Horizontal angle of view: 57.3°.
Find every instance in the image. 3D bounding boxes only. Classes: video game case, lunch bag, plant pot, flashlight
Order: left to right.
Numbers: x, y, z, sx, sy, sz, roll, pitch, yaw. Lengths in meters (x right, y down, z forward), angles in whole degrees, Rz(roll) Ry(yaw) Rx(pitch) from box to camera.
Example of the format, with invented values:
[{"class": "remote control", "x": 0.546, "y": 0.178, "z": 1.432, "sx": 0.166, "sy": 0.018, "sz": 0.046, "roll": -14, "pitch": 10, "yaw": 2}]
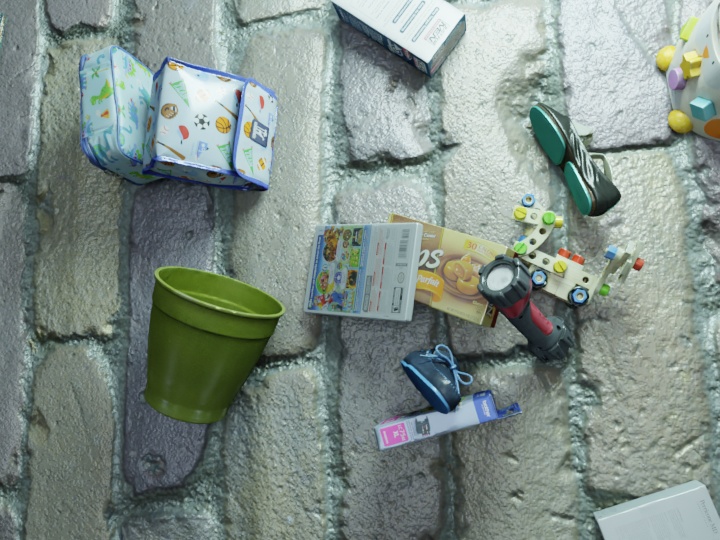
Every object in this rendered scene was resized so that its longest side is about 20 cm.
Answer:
[{"class": "lunch bag", "x": -0.385, "y": -0.249, "z": 1.090, "sx": 0.082, "sy": 0.161, "sz": 0.201, "roll": -13, "pitch": 78, "yaw": 15}, {"class": "plant pot", "x": -0.238, "y": 0.119, "z": 1.002, "sx": 0.200, "sy": 0.200, "sz": 0.194, "roll": 21, "pitch": 98, "yaw": 14}, {"class": "lunch bag", "x": -0.230, "y": -0.225, "z": 1.054, "sx": 0.199, "sy": 0.124, "sz": 0.171, "roll": 10, "pitch": 82, "yaw": -30}, {"class": "video game case", "x": 0.000, "y": 0.000, "z": 1.000, "sx": 0.199, "sy": 0.018, "sz": 0.144, "roll": 2, "pitch": 81, "yaw": 39}, {"class": "flashlight", "x": 0.233, "y": 0.054, "z": 0.902, "sx": 0.068, "sy": 0.200, "sz": 0.068, "roll": -18, "pitch": 50, "yaw": 35}]

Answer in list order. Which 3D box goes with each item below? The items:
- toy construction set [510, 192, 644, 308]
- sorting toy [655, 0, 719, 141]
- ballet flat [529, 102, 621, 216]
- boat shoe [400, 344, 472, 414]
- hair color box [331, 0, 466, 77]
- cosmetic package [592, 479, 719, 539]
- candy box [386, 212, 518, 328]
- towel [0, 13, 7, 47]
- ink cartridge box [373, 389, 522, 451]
[{"class": "toy construction set", "x": 0.300, "y": -0.023, "z": 0.954, "sx": 0.199, "sy": 0.092, "sz": 0.132, "roll": 25, "pitch": 87, "yaw": 25}, {"class": "sorting toy", "x": 0.487, "y": -0.289, "z": 0.899, "sx": 0.106, "sy": 0.180, "sz": 0.201, "roll": -9, "pitch": 80, "yaw": 10}, {"class": "ballet flat", "x": 0.321, "y": -0.169, "z": 0.976, "sx": 0.068, "sy": 0.068, "sz": 0.201, "roll": -18, "pitch": 70, "yaw": -9}, {"class": "boat shoe", "x": 0.103, "y": 0.135, "z": 0.913, "sx": 0.068, "sy": 0.200, "sz": 0.084, "roll": -31, "pitch": 103, "yaw": -5}, {"class": "hair color box", "x": 0.062, "y": -0.412, "z": 1.067, "sx": 0.200, "sy": 0.061, "sz": 0.100, "roll": 38, "pitch": 91, "yaw": 15}, {"class": "cosmetic package", "x": 0.424, "y": 0.404, "z": 0.882, "sx": 0.150, "sy": 0.052, "sz": 0.201, "roll": -21, "pitch": 78, "yaw": 10}, {"class": "candy box", "x": 0.116, "y": -0.003, "z": 0.968, "sx": 0.199, "sy": 0.055, "sz": 0.116, "roll": 20, "pitch": 91, "yaw": 33}, {"class": "towel", "x": -0.753, "y": -0.394, "z": 1.258, "sx": 0.146, "sy": 0.022, "sz": 0.201, "roll": 6, "pitch": 85, "yaw": 14}, {"class": "ink cartridge box", "x": 0.126, "y": 0.207, "z": 0.937, "sx": 0.199, "sy": 0.119, "sz": 0.042, "roll": -16, "pitch": 81, "yaw": 9}]
